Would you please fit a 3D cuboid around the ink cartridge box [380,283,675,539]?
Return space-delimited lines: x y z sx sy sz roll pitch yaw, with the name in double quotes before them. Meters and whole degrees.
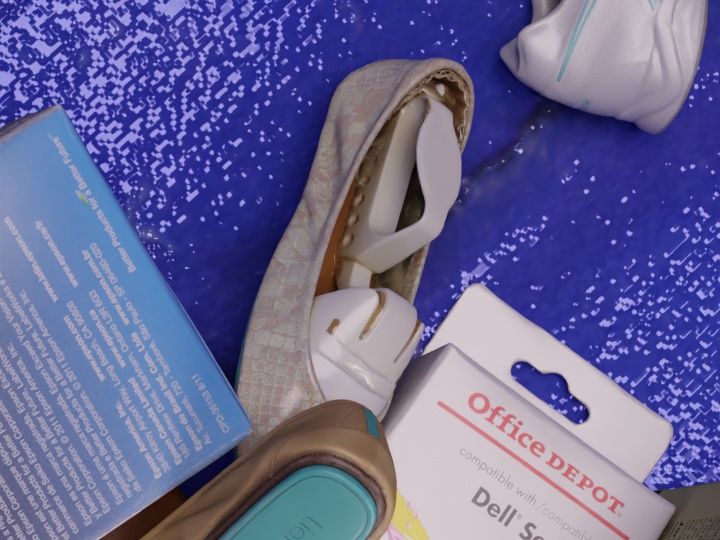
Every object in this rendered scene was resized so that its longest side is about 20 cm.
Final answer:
"ink cartridge box" 0.041 0.110 1.087 0.117 0.067 0.200 35 77 -5

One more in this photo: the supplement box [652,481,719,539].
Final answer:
"supplement box" 0.146 0.195 1.032 0.134 0.200 0.200 32 77 -6

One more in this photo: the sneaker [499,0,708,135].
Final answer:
"sneaker" 0.109 -0.161 1.139 0.080 0.070 0.201 11 81 -8

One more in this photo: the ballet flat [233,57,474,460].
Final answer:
"ballet flat" 0.000 0.000 1.070 0.067 0.062 0.200 33 59 -37

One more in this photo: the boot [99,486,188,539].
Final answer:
"boot" -0.168 0.082 1.061 0.188 0.068 0.200 -26 97 -21

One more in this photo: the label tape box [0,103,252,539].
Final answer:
"label tape box" -0.161 0.051 0.995 0.200 0.066 0.143 -33 101 -17

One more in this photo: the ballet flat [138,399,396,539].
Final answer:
"ballet flat" -0.060 0.119 1.023 0.200 0.063 0.069 -38 110 22
